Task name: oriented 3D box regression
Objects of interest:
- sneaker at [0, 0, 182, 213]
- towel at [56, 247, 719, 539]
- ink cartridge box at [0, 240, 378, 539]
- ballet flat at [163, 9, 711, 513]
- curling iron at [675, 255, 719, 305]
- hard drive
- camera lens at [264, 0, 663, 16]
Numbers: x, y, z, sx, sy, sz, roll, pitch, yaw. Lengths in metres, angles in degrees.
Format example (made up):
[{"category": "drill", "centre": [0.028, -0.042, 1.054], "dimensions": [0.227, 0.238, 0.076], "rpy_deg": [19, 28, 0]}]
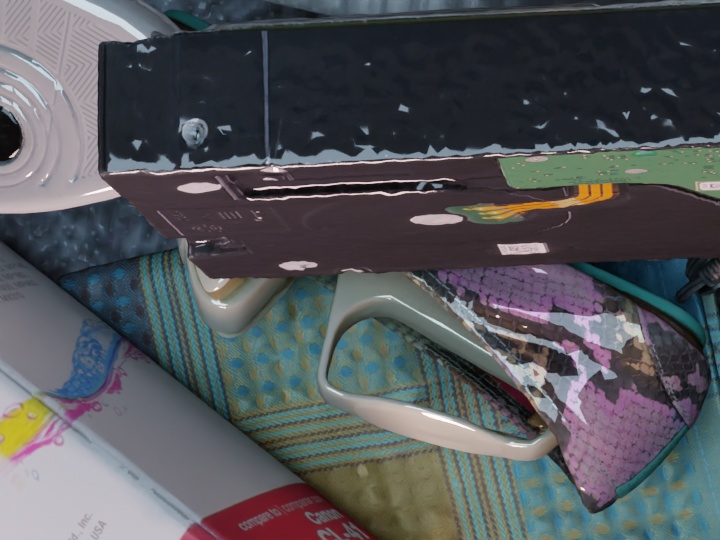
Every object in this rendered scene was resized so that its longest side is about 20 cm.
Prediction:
[{"category": "sneaker", "centre": [-0.118, -0.068, 0.824], "dimensions": [0.199, 0.112, 0.074], "rpy_deg": [3, 110, 21]}, {"category": "towel", "centre": [0.016, 0.053, 0.844], "dimensions": [0.199, 0.022, 0.148], "rpy_deg": [-11, 89, 18]}, {"category": "ink cartridge box", "centre": [-0.106, 0.090, 0.831], "dimensions": [0.200, 0.086, 0.148], "rpy_deg": [38, 108, 17]}, {"category": "ballet flat", "centre": [0.000, 0.000, 0.795], "dimensions": [0.199, 0.069, 0.071], "rpy_deg": [32, 75, 17]}, {"category": "curling iron", "centre": [0.154, -0.065, 0.783], "dimensions": [0.026, 0.050, 0.200], "rpy_deg": [39, 90, -7]}, {"category": "hard drive", "centre": [0.048, -0.030, 0.692], "dimensions": [0.199, 0.140, 0.038], "rpy_deg": [-2, 80, 8]}, {"category": "camera lens", "centre": [0.042, -0.160, 0.751], "dimensions": [0.159, 0.160, 0.201], "rpy_deg": [14, 97, 14]}]
